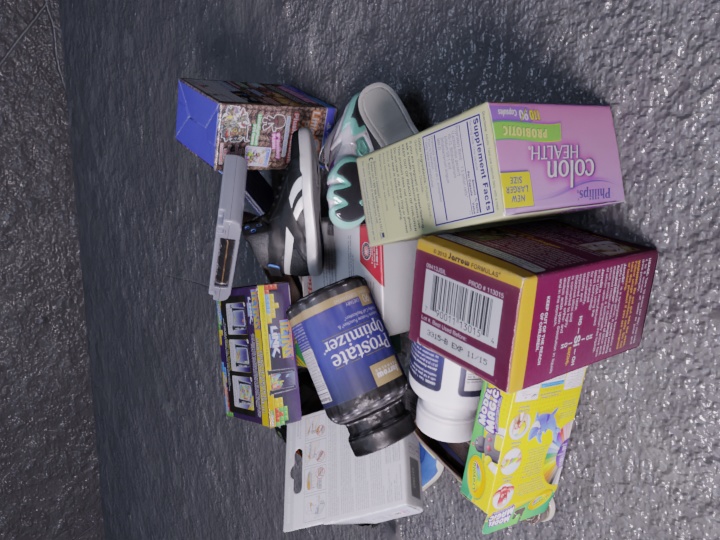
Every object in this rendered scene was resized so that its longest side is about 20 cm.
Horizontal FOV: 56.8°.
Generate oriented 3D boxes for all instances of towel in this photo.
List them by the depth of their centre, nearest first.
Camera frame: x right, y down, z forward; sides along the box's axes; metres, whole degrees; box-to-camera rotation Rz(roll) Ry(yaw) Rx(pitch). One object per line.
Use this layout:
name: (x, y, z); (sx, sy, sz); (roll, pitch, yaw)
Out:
towel: (-0.190, -0.149, 1.112); (0.145, 0.024, 0.201); (51, -172, -25)

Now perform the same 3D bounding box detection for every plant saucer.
plant saucer: (-0.144, -0.015, 1.103); (0.202, 0.036, 0.200); (62, 176, 7)

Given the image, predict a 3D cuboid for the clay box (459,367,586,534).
clay box: (0.170, 0.167, 0.697); (0.047, 0.114, 0.203); (28, 112, 50)

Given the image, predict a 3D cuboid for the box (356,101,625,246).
box: (0.124, -0.092, 0.671); (0.199, 0.174, 0.098); (-9, 90, 55)

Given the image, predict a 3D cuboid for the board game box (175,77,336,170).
board game box: (-0.165, -0.229, 1.038); (0.159, 0.198, 0.098); (37, 125, 45)

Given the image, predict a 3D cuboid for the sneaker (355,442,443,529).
sneaker: (0.040, 0.288, 0.928); (0.077, 0.110, 0.201); (55, 137, 33)

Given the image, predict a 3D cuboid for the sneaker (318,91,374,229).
sneaker: (-0.021, -0.135, 0.938); (0.140, 0.077, 0.203); (-32, 40, 61)

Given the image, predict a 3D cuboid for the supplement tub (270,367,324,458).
supplement tub: (-0.057, 0.242, 1.048); (0.199, 0.121, 0.125); (21, 114, 52)

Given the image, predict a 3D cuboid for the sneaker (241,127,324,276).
sneaker: (-0.112, -0.090, 0.912); (0.073, 0.110, 0.203); (-43, -50, -82)

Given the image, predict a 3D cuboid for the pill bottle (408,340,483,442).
pill bottle: (0.114, 0.092, 0.781); (0.111, 0.110, 0.203); (27, 119, 49)

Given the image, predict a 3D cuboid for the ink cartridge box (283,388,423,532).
ink cartridge box: (-0.012, 0.260, 0.905); (0.198, 0.057, 0.164); (-26, 48, 30)

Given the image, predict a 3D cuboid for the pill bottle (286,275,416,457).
pill bottle: (-0.008, 0.119, 0.828); (0.112, 0.111, 0.202); (-32, 80, 53)

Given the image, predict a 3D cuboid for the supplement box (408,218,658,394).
supplement box: (0.161, 0.023, 0.622); (0.130, 0.198, 0.105); (25, 117, 50)

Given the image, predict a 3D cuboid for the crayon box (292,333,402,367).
crayon box: (-0.046, 0.107, 1.003); (0.199, 0.126, 0.052); (-1, 97, 56)

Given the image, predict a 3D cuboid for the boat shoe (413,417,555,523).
boat shoe: (0.143, 0.236, 0.808); (0.200, 0.059, 0.073); (39, 126, 40)

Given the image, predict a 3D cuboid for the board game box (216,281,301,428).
board game box: (-0.158, 0.123, 1.008); (0.164, 0.056, 0.203); (-6, 89, 55)

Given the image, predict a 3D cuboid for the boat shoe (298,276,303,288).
boat shoe: (-0.103, -0.054, 1.099); (0.071, 0.069, 0.202); (-48, 59, 48)

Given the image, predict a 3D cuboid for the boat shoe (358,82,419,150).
boat shoe: (0.056, -0.143, 0.860); (0.202, 0.073, 0.060); (60, -176, 4)

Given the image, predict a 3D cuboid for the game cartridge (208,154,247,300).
game cartridge: (-0.191, -0.064, 0.959); (0.201, 0.041, 0.135); (115, 162, -54)

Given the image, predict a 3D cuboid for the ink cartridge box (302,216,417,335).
ink cartridge box: (0.000, 0.000, 0.950); (0.199, 0.083, 0.147); (10, 106, 52)
